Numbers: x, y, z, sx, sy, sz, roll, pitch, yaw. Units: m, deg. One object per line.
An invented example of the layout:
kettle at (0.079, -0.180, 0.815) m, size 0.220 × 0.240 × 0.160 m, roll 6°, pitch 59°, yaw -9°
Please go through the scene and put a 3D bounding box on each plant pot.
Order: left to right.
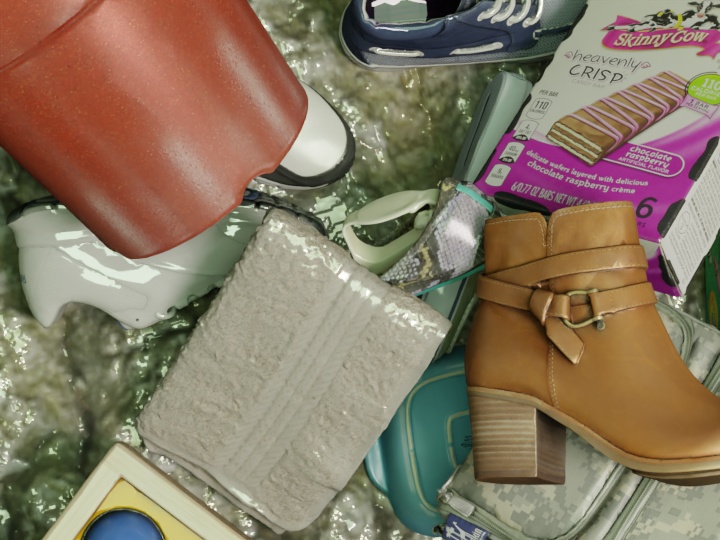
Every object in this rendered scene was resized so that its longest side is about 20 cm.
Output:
plant pot at (-0.143, -0.125, 1.081) m, size 0.201 × 0.201 × 0.195 m, roll -42°, pitch 116°, yaw -7°

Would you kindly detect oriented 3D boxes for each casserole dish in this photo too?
casserole dish at (0.101, 0.104, 1.227) m, size 0.199 × 0.039 × 0.122 m, roll -8°, pitch 86°, yaw -5°

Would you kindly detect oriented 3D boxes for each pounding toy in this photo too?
pounding toy at (-0.132, 0.236, 1.140) m, size 0.184 × 0.142 × 0.200 m, roll 37°, pitch 83°, yaw -1°

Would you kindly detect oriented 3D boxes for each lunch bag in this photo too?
lunch bag at (0.159, 0.115, 1.150) m, size 0.167 × 0.139 × 0.200 m, roll 32°, pitch 81°, yaw 16°

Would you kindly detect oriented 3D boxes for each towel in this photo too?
towel at (-0.046, 0.067, 1.162) m, size 0.132 × 0.035 × 0.200 m, roll 33°, pitch 122°, yaw 0°

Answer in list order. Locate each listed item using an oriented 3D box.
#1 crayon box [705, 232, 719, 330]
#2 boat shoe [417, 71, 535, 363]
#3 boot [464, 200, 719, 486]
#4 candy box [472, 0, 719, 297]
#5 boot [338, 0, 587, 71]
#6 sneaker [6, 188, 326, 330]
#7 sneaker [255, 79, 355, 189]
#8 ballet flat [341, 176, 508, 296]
crayon box at (0.287, -0.047, 1.247) m, size 0.118 × 0.058 × 0.201 m, roll -1°, pitch 86°, yaw -6°
boat shoe at (0.082, -0.029, 1.220) m, size 0.062 × 0.072 × 0.201 m, roll 23°, pitch 82°, yaw -9°
boot at (0.153, 0.040, 1.061) m, size 0.199 × 0.077 × 0.156 m, roll -3°, pitch 78°, yaw 27°
candy box at (0.175, -0.094, 1.167) m, size 0.136 × 0.061 × 0.200 m, roll 17°, pitch 63°, yaw 34°
boot at (0.087, -0.169, 1.221) m, size 0.199 × 0.090 × 0.073 m, roll -13°, pitch 87°, yaw -6°
sneaker at (-0.120, -0.009, 1.207) m, size 0.199 × 0.075 × 0.088 m, roll -3°, pitch 98°, yaw 1°
sneaker at (-0.089, -0.119, 1.207) m, size 0.200 × 0.080 × 0.074 m, roll 34°, pitch 81°, yaw -4°
ballet flat at (0.000, 0.000, 1.169) m, size 0.200 × 0.072 × 0.072 m, roll -32°, pitch 89°, yaw 31°
